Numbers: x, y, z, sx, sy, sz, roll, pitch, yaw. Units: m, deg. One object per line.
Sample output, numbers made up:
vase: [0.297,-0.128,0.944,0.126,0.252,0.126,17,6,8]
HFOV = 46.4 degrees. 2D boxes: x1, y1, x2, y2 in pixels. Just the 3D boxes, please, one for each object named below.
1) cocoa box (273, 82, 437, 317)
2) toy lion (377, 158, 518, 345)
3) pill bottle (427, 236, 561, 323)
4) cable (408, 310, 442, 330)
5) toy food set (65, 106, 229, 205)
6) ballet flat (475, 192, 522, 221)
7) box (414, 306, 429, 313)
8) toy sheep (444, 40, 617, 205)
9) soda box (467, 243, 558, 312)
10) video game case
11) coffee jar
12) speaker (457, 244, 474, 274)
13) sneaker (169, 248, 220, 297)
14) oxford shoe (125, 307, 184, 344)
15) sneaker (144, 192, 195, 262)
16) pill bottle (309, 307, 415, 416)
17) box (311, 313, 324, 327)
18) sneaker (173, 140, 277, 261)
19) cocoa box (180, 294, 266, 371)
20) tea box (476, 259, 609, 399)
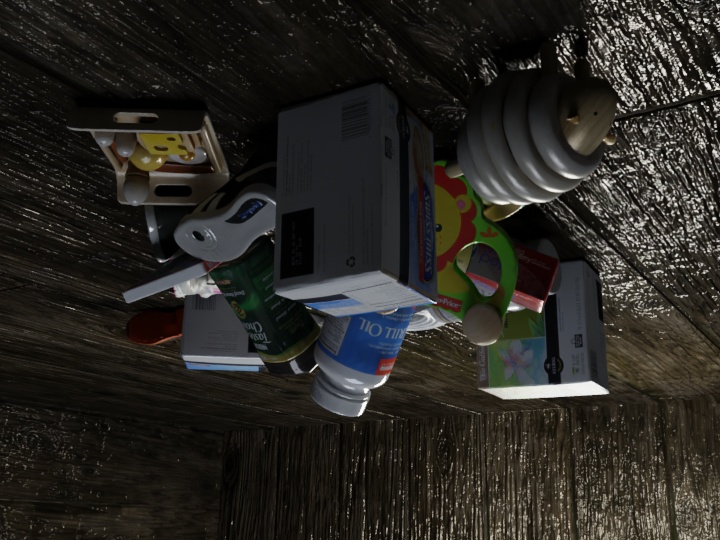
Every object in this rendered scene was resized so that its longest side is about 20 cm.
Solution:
cocoa box: [-0.003,-0.067,0.882,0.131,0.204,0.131,-9,161,29]
toy lion: [0.095,-0.032,0.999,0.197,0.195,0.069,17,-165,12]
pill bottle: [0.198,0.011,1.276,0.198,0.113,0.110,-13,158,37]
cable: [0.079,0.059,1.507,0.197,0.071,0.199,9,161,-25]
toy food set: [-0.233,-0.122,0.955,0.141,0.062,0.200,1,163,0]
ballet flat: [0.147,-0.091,1.028,0.062,0.070,0.200,12,159,-21]
box: [0.000,0.000,1.257,0.197,0.108,0.122,12,159,-30]
toy sheep: [0.156,-0.128,0.794,0.136,0.140,0.199,12,160,-33]
soda box: [0.170,-0.013,1.165,0.197,0.064,0.070,21,167,14]
video game case: [-0.210,-0.021,1.129,0.141,0.018,0.200,-18,-166,29]
coffee jar: [-0.128,0.055,1.191,0.103,0.085,0.202,-6,119,50]
speaker: [0.042,-0.038,1.087,0.197,0.082,0.081,20,162,-2]
sneaker: [-0.235,-0.003,1.307,0.087,0.083,0.200,-9,177,11]
oxford shoe: [-0.392,0.118,1.727,0.197,0.073,0.072,-6,167,21]
sneaker: [-0.236,-0.059,1.148,0.097,0.072,0.200,-9,172,-10]
pill bottle: [0.002,0.089,1.138,0.110,0.203,0.112,19,-166,-5]
box: [-0.175,0.128,1.778,0.198,0.049,0.157,-12,159,35]
sneaker: [-0.133,-0.084,0.980,0.198,0.113,0.073,-19,127,44]
cocoa box: [-0.224,0.110,1.551,0.196,0.136,0.131,3,164,-7]
tea box: [0.305,0.105,1.421,0.194,0.204,0.133,-9,161,28]
